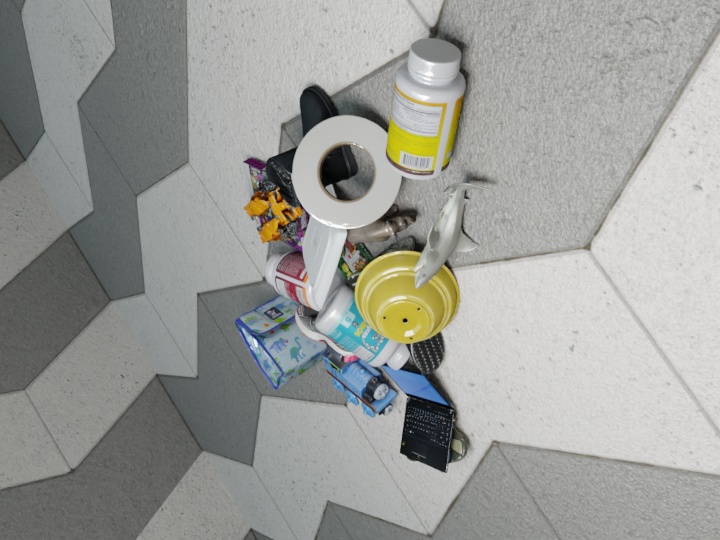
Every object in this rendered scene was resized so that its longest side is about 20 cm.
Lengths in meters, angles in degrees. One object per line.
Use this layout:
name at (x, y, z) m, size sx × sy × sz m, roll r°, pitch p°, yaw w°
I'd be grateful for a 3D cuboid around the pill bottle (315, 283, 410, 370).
pill bottle at (0.012, 0.125, 1.483) m, size 0.199 × 0.111 × 0.111 m, roll 35°, pitch 149°, yaw -11°

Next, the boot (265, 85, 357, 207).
boot at (-0.111, -0.238, 1.363) m, size 0.076 × 0.167 × 0.202 m, roll -13°, pitch 103°, yaw 57°

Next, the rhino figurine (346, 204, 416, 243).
rhino figurine at (0.037, -0.085, 1.350) m, size 0.199 × 0.087 × 0.060 m, roll 2°, pitch 117°, yaw 54°

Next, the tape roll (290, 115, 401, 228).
tape roll at (-0.024, -0.176, 1.279) m, size 0.204 × 0.201 × 0.037 m, roll 63°, pitch -174°, yaw -4°

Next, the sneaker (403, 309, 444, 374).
sneaker at (0.107, 0.110, 1.442) m, size 0.202 × 0.069 × 0.090 m, roll 67°, pitch 170°, yaw -17°

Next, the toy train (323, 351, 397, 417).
toy train at (-0.002, 0.259, 1.666) m, size 0.199 × 0.086 × 0.115 m, roll 35°, pitch 150°, yaw 35°

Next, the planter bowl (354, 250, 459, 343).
planter bowl at (0.083, 0.072, 1.309) m, size 0.198 × 0.084 × 0.202 m, roll 3°, pitch 122°, yaw 5°

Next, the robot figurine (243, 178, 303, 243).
robot figurine at (-0.195, -0.132, 1.599) m, size 0.199 × 0.058 × 0.146 m, roll -20°, pitch 100°, yaw 59°

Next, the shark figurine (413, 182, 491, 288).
shark figurine at (0.166, -0.072, 1.216) m, size 0.089 × 0.128 × 0.216 m, roll 26°, pitch 122°, yaw 6°

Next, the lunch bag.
lunch bag at (-0.196, 0.164, 1.797) m, size 0.200 × 0.169 × 0.128 m, roll 51°, pitch 147°, yaw 18°

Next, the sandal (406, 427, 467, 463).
sandal at (0.170, 0.382, 1.563) m, size 0.200 × 0.057 × 0.081 m, roll -21°, pitch 61°, yaw 57°

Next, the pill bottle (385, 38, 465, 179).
pill bottle at (0.102, -0.250, 1.109) m, size 0.109 × 0.109 × 0.201 m, roll 40°, pitch 142°, yaw 29°

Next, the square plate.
square plate at (-0.082, -0.059, 1.470) m, size 0.201 × 0.028 × 0.199 m, roll -108°, pitch 30°, yaw -48°

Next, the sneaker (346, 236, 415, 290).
sneaker at (0.049, -0.007, 1.402) m, size 0.077 × 0.089 × 0.199 m, roll 42°, pitch 142°, yaw -16°

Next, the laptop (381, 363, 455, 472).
laptop at (0.110, 0.311, 1.524) m, size 0.177 × 0.102 × 0.203 m, roll 2°, pitch 83°, yaw 60°

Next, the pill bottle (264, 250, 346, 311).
pill bottle at (-0.133, 0.018, 1.647) m, size 0.199 × 0.112 × 0.114 m, roll 19°, pitch 130°, yaw 47°

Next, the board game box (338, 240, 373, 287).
board game box at (0.000, 0.000, 1.526) m, size 0.201 × 0.023 × 0.105 m, roll 56°, pitch 145°, yaw 8°

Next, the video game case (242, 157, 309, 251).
video game case at (-0.194, -0.155, 1.669) m, size 0.199 × 0.036 × 0.183 m, roll 28°, pitch 137°, yaw 41°

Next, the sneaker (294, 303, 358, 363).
sneaker at (-0.068, 0.125, 1.609) m, size 0.199 × 0.080 × 0.075 m, roll 31°, pitch 125°, yaw 33°
